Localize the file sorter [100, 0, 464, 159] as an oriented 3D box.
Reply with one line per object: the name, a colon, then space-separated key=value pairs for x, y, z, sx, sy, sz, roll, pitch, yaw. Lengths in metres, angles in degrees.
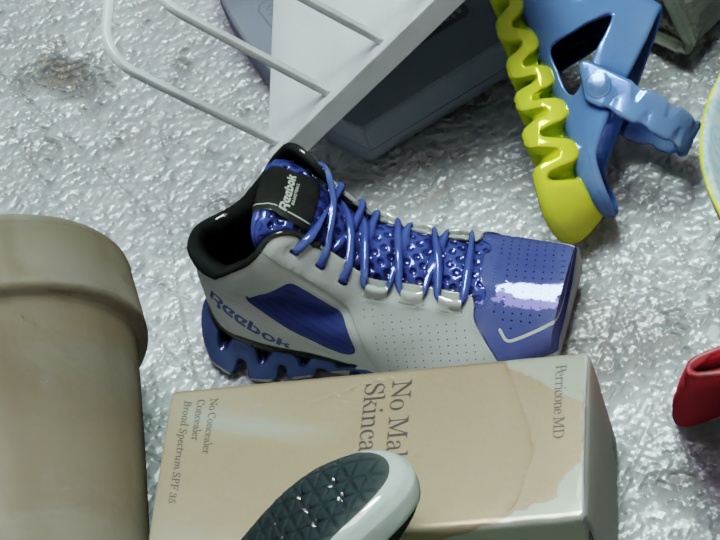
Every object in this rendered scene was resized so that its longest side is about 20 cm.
file sorter: x=-0.028 y=-0.179 z=1.158 sx=0.200 sy=0.124 sz=0.139 roll=-42 pitch=35 yaw=40

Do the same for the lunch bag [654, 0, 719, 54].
lunch bag: x=0.147 y=-0.233 z=1.256 sx=0.164 sy=0.118 sz=0.200 roll=-43 pitch=46 yaw=-16

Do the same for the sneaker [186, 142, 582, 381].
sneaker: x=-0.001 y=0.000 z=1.118 sx=0.198 sy=0.115 sz=0.081 roll=0 pitch=54 yaw=19

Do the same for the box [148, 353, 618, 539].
box: x=0.013 y=0.103 z=1.055 sx=0.199 sy=0.078 sz=0.095 roll=-7 pitch=50 yaw=14

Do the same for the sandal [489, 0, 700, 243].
sandal: x=0.111 y=-0.119 z=1.161 sx=0.087 sy=0.079 sz=0.201 roll=-16 pitch=86 yaw=10

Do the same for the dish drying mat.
dish drying mat: x=0.170 y=0.042 z=0.984 sx=0.076 sy=0.200 sz=0.018 roll=-20 pitch=81 yaw=2

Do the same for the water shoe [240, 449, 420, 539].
water shoe: x=-0.031 y=0.162 z=0.990 sx=0.200 sy=0.079 sz=0.072 roll=-48 pitch=22 yaw=13

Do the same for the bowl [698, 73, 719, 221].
bowl: x=0.260 y=-0.034 z=1.058 sx=0.199 sy=0.108 sz=0.201 roll=-10 pitch=51 yaw=12

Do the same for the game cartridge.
game cartridge: x=-0.001 y=-0.147 z=1.291 sx=0.133 sy=0.042 sz=0.200 roll=-34 pitch=49 yaw=-3

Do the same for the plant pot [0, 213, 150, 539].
plant pot: x=-0.175 y=0.099 z=1.071 sx=0.199 sy=0.200 sz=0.174 roll=-23 pitch=65 yaw=0
